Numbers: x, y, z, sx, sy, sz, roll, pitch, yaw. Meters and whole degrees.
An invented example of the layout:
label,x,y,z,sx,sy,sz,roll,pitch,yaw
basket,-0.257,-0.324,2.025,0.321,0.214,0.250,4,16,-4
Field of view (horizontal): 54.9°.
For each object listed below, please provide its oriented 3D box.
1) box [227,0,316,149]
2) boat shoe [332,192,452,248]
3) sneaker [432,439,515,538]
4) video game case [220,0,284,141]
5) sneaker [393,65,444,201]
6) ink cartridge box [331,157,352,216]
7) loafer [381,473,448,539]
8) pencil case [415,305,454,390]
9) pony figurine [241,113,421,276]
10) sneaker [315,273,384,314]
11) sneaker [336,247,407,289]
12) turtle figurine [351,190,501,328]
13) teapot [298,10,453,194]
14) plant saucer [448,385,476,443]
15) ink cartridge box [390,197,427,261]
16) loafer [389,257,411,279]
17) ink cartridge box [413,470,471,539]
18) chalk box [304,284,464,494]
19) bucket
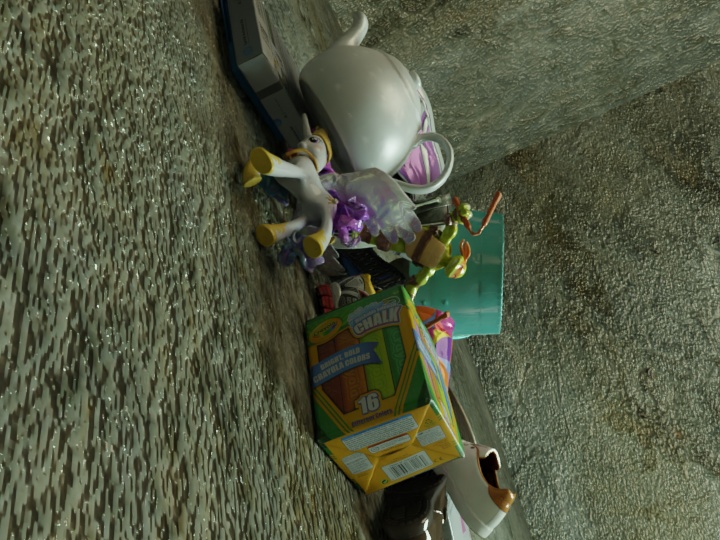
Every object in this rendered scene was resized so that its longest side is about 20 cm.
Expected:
label,x,y,z,sx,sy,sz,roll,pitch,yaw
box,-0.114,-0.266,0.949,0.201,0.040,0.158,54,18,-54
boat shoe,0.028,-0.069,0.937,0.071,0.195,0.065,-83,167,-80
sneaker,0.138,0.250,0.926,0.073,0.085,0.201,36,10,-42
video game case,-0.153,-0.301,0.980,0.143,0.017,0.203,54,18,-55
sneaker,0.057,-0.199,1.020,0.114,0.072,0.204,-35,106,-42
ink cartridge box,-0.008,-0.158,1.086,0.048,0.143,0.203,-112,178,-80
loafer,0.064,0.291,0.803,0.200,0.071,0.073,-2,81,-75
pencil case,0.073,0.149,0.899,0.089,0.086,0.204,55,41,-51
pony figurine,-0.046,-0.077,0.789,0.195,0.164,0.200,58,27,-10
sneaker,0.013,0.072,0.912,0.201,0.081,0.079,55,15,-57
sneaker,0.000,0.000,1.019,0.201,0.065,0.080,51,-33,38
turtle figurine,0.078,-0.042,0.867,0.160,0.202,0.064,33,23,10
teapot,0.019,-0.214,0.921,0.202,0.144,0.198,64,-6,-33
plant saucer,0.133,0.255,1.138,0.202,0.029,0.202,60,-17,31
ink cartridge box,0.062,-0.092,1.206,0.197,0.085,0.146,25,19,-7
loafer,0.065,0.077,1.207,0.076,0.066,0.205,55,33,-65
ink cartridge box,0.119,0.330,0.994,0.196,0.042,0.205,-3,81,-79
chalk box,0.020,0.110,0.757,0.202,0.123,0.125,-103,167,-45
bucket,0.145,0.004,1.040,0.207,0.131,0.213,2,90,-81
